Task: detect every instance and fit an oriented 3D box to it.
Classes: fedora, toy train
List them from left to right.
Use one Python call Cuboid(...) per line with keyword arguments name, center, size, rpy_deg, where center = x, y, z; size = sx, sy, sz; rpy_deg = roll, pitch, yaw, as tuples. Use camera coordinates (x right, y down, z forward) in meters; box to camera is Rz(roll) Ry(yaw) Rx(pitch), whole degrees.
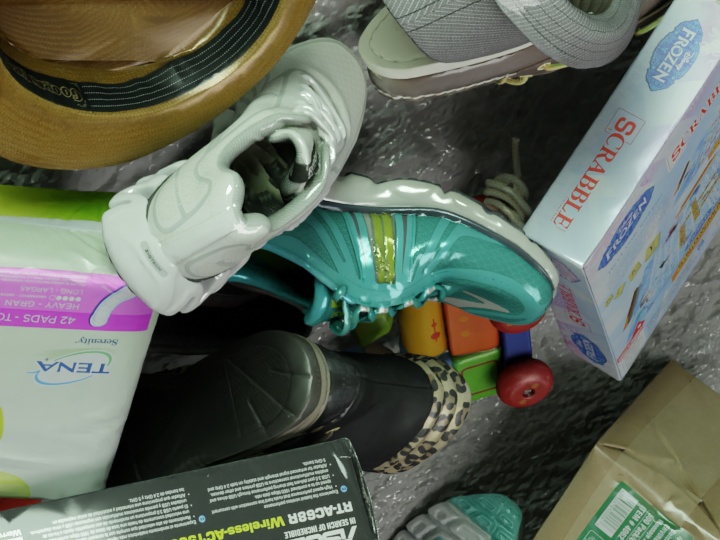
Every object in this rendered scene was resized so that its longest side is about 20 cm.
Cuboid(name="fedora", center=(-0.108, -0.136, 0.961), size=(0.200, 0.082, 0.201), rpy_deg=(-23, 141, -20))
Cuboid(name="toy train", center=(0.038, 0.006, 1.252), size=(0.115, 0.085, 0.200), rpy_deg=(-17, 141, -6))
Cuboid(name="fedora", center=(0.051, -0.167, 1.015), size=(0.090, 0.201, 0.177), rpy_deg=(-24, 130, 29))

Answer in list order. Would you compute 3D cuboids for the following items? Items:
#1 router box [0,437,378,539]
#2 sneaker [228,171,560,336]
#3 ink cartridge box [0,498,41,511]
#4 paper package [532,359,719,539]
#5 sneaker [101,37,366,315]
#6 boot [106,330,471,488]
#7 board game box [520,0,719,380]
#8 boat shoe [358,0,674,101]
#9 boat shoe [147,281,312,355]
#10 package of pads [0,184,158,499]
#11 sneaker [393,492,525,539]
Cuboid(name="router box", center=(-0.102, 0.151, 1.135), size=(0.199, 0.062, 0.150), rpy_deg=(-11, 163, -14))
Cuboid(name="sneaker", center=(0.000, 0.000, 1.132), size=(0.199, 0.080, 0.078), rpy_deg=(12, 146, -3))
Cuboid(name="ink cartridge box", center=(-0.243, 0.135, 1.164), size=(0.199, 0.050, 0.109), rpy_deg=(-13, 137, -30))
Cuboid(name="paper package", center=(0.173, 0.185, 1.472), size=(0.200, 0.103, 0.191), rpy_deg=(-59, 168, 27))
Cuboid(name="sneaker", center=(-0.037, -0.054, 1.040), size=(0.081, 0.075, 0.200), rpy_deg=(-30, -165, 38))
Cuboid(name="boot", center=(-0.053, 0.083, 1.201), size=(0.200, 0.073, 0.150), rpy_deg=(-25, 159, 37))
Cuboid(name="board game box", center=(0.169, -0.058, 1.230), size=(0.200, 0.041, 0.200), rpy_deg=(-56, 159, -10))
Cuboid(name="boat shoe", center=(0.088, -0.128, 1.150), size=(0.200, 0.072, 0.060), rpy_deg=(-28, 140, -23))
Cuboid(name="boat shoe", center=(-0.107, 0.011, 1.142), size=(0.199, 0.057, 0.067), rpy_deg=(0, 129, -41))
Cuboid(name="package of pads", center=(-0.199, 0.035, 1.043), size=(0.199, 0.068, 0.155), rpy_deg=(4, 127, -23))
Cuboid(name="sneaker", center=(0.052, 0.221, 1.508), size=(0.091, 0.078, 0.200), rpy_deg=(-10, 141, -57))
